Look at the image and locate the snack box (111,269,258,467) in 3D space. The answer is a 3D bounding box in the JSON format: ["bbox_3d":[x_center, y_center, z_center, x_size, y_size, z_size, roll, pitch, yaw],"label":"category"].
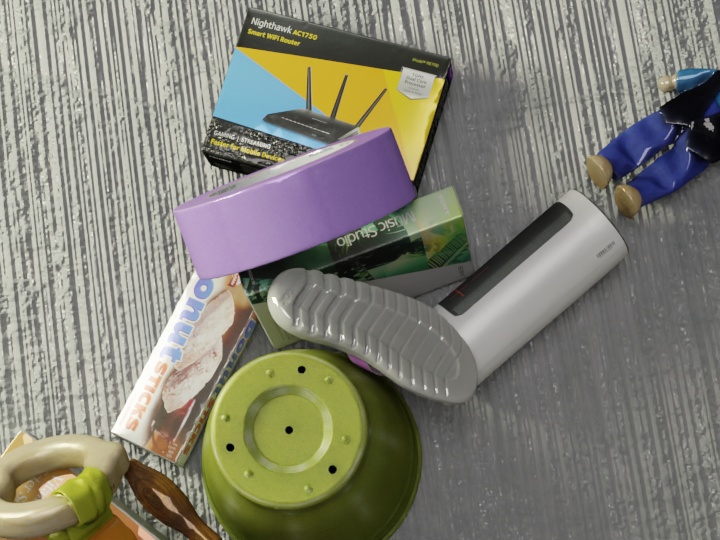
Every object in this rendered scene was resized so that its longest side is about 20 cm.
[{"bbox_3d":[-0.149,0.074,1.723,0.072,0.024,0.200,23,79,21],"label":"snack box"}]

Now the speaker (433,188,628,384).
[{"bbox_3d":[0.140,0.021,1.690,0.200,0.081,0.081,-40,77,-5],"label":"speaker"}]

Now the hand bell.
[{"bbox_3d":[-0.124,0.228,1.575,0.200,0.104,0.104,41,83,11],"label":"hand bell"}]

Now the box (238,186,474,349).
[{"bbox_3d":[0.000,0.000,1.672,0.200,0.144,0.036,-22,68,0],"label":"box"}]

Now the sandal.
[{"bbox_3d":[0.010,0.055,1.614,0.203,0.050,0.083,28,57,-16],"label":"sandal"}]

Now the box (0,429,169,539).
[{"bbox_3d":[-0.256,0.262,1.651,0.200,0.106,0.152,36,82,12],"label":"box"}]

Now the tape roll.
[{"bbox_3d":[-0.056,-0.058,1.619,0.200,0.200,0.066,-21,98,-1],"label":"tape roll"}]

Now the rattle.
[{"bbox_3d":[-0.282,0.212,1.595,0.200,0.143,0.130,-9,43,18],"label":"rattle"}]

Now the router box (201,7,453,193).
[{"bbox_3d":[-0.029,-0.146,1.756,0.200,0.051,0.149,15,78,9],"label":"router box"}]

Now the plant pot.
[{"bbox_3d":[-0.052,0.148,1.617,0.200,0.193,0.201,-1,76,5],"label":"plant pot"}]

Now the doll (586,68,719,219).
[{"bbox_3d":[0.309,-0.125,1.726,0.200,0.048,0.136,-36,67,-11],"label":"doll"}]
